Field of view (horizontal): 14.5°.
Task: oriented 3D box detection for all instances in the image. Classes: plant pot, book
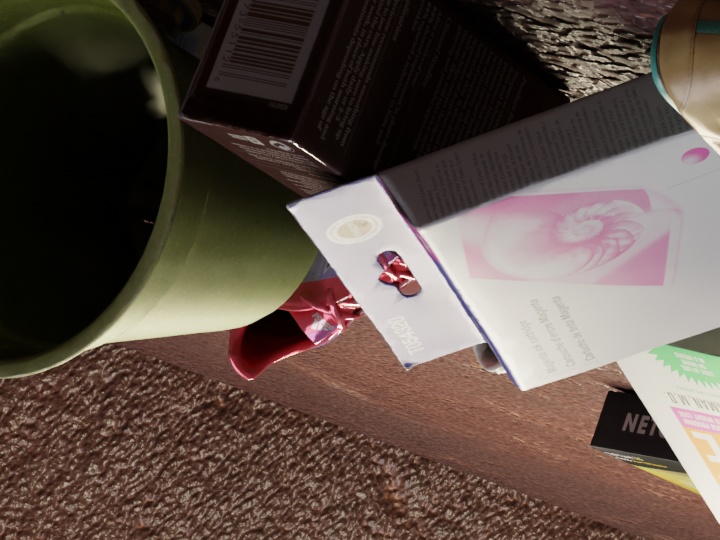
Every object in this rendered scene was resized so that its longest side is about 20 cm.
[{"bbox_3d":[-0.116,-0.041,1.389,0.200,0.201,0.190,15,-177,32],"label":"plant pot"},{"bbox_3d":[0.239,0.096,1.647,0.133,0.048,0.200,12,148,47],"label":"book"}]

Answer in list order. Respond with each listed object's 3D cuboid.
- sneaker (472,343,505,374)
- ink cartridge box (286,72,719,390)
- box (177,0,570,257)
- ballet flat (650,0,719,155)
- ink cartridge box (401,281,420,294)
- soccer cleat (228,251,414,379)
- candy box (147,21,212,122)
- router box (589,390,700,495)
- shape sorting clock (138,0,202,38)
[{"bbox_3d":[0.086,0.002,1.572,0.073,0.071,0.200,47,167,30],"label":"sneaker"},{"bbox_3d":[0.090,-0.007,1.303,0.199,0.043,0.196,-20,151,9],"label":"ink cartridge box"},{"bbox_3d":[0.011,-0.076,1.312,0.075,0.100,0.200,14,169,37],"label":"box"},{"bbox_3d":[0.184,-0.055,1.159,0.063,0.069,0.200,-1,163,31],"label":"ballet flat"},{"bbox_3d":[0.039,-0.004,1.702,0.200,0.044,0.173,1,-173,-42],"label":"ink cartridge box"},{"bbox_3d":[0.000,0.000,1.525,0.067,0.077,0.200,38,139,-24],"label":"soccer cleat"},{"bbox_3d":[-0.081,-0.089,1.578,0.200,0.061,0.136,24,171,-32],"label":"candy box"},{"bbox_3d":[0.306,0.155,2.274,0.157,0.052,0.200,25,170,-29],"label":"router box"},{"bbox_3d":[-0.170,-0.162,1.388,0.199,0.039,0.200,20,172,3],"label":"shape sorting clock"}]
